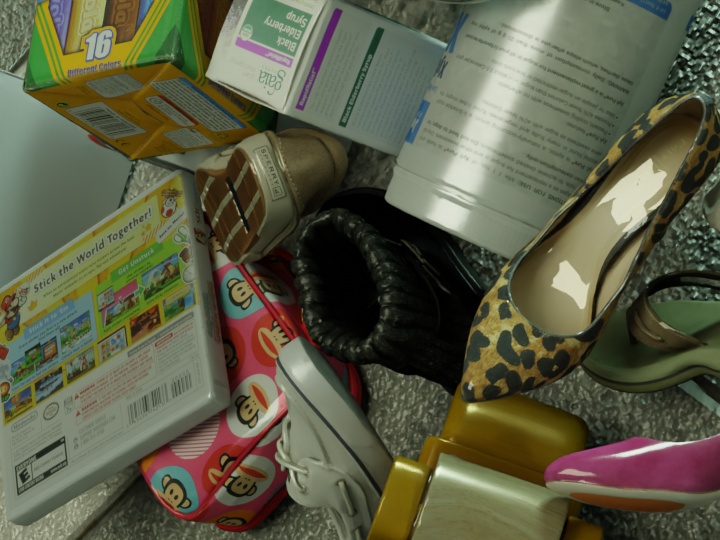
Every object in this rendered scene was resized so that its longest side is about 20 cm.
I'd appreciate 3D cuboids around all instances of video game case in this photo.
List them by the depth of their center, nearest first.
[{"bbox_3d":[-0.175,0.053,1.766,0.200,0.023,0.182,-32,53,31],"label":"video game case"}]

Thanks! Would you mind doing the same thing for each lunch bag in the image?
[{"bbox_3d":[-0.090,0.057,1.756,0.176,0.082,0.200,-49,50,18],"label":"lunch bag"}]

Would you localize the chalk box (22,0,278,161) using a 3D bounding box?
[{"bbox_3d":[-0.123,-0.191,1.693,0.124,0.125,0.200,-7,66,32],"label":"chalk box"}]

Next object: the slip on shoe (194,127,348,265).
[{"bbox_3d":[-0.058,-0.053,1.659,0.076,0.061,0.200,67,165,5],"label":"slip on shoe"}]

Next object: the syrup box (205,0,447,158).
[{"bbox_3d":[0.007,-0.121,1.647,0.079,0.200,0.081,26,94,44],"label":"syrup box"}]

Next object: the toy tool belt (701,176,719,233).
[{"bbox_3d":[0.281,-0.039,1.429,0.123,0.125,0.200,-57,29,4],"label":"toy tool belt"}]

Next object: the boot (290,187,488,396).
[{"bbox_3d":[0.002,-0.002,1.641,0.211,0.158,0.079,41,104,41],"label":"boot"}]

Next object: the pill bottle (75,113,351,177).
[{"bbox_3d":[-0.104,-0.119,1.803,0.200,0.114,0.114,20,90,43],"label":"pill bottle"}]

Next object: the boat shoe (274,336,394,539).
[{"bbox_3d":[-0.019,0.115,1.591,0.066,0.200,0.072,-32,55,-1],"label":"boat shoe"}]

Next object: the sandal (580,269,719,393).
[{"bbox_3d":[0.195,0.026,1.492,0.080,0.057,0.201,-38,15,-28],"label":"sandal"}]

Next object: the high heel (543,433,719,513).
[{"bbox_3d":[0.198,0.083,1.438,0.067,0.200,0.096,113,156,-77],"label":"high heel"}]

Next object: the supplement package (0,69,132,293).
[{"bbox_3d":[-0.282,-0.070,1.884,0.111,0.200,0.156,16,88,44],"label":"supplement package"}]

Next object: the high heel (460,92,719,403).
[{"bbox_3d":[0.127,-0.017,1.457,0.071,0.200,0.143,38,149,13],"label":"high heel"}]

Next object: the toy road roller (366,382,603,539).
[{"bbox_3d":[0.077,0.131,1.517,0.123,0.200,0.146,19,72,2],"label":"toy road roller"}]

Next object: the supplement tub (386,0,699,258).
[{"bbox_3d":[0.112,-0.109,1.588,0.132,0.132,0.200,27,94,43],"label":"supplement tub"}]

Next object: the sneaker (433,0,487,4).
[{"bbox_3d":[0.007,-0.184,1.522,0.200,0.086,0.078,6,116,33],"label":"sneaker"}]
